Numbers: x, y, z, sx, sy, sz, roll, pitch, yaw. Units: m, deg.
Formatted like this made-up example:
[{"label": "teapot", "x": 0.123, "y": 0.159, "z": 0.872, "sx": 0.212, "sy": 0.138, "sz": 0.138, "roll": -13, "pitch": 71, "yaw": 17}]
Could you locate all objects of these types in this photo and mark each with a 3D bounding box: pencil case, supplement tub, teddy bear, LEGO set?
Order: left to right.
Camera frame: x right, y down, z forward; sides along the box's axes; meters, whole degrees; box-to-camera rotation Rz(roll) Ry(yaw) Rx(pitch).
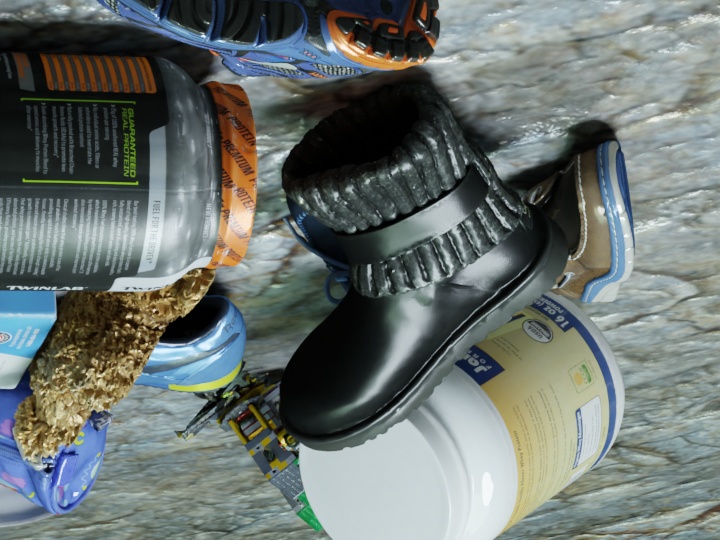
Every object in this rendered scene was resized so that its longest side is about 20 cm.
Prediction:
[{"label": "pencil case", "x": -0.257, "y": 0.089, "z": 1.516, "sx": 0.199, "sy": 0.078, "sz": 0.087, "roll": 21, "pitch": -173, "yaw": 9}, {"label": "supplement tub", "x": -0.159, "y": -0.050, "z": 1.211, "sx": 0.199, "sy": 0.123, "sz": 0.123, "roll": 1, "pitch": 159, "yaw": -16}, {"label": "teddy bear", "x": -0.156, "y": 0.029, "z": 1.412, "sx": 0.067, "sy": 0.145, "sz": 0.200, "roll": 32, "pitch": 145, "yaw": -14}, {"label": "LEGO set", "x": -0.035, "y": 0.093, "z": 1.714, "sx": 0.154, "sy": 0.116, "sz": 0.200, "roll": -41, "pitch": 156, "yaw": 8}, {"label": "supplement tub", "x": 0.067, "y": 0.103, "z": 1.564, "sx": 0.144, "sy": 0.145, "sz": 0.200, "roll": -25, "pitch": -178, "yaw": 43}]

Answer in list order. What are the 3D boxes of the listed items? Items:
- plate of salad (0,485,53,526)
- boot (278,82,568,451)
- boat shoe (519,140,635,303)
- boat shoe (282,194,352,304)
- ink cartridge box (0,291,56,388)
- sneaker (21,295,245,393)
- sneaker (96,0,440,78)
[{"label": "plate of salad", "x": -0.282, "y": 0.121, "z": 1.586, "sx": 0.199, "sy": 0.200, "sz": 0.048, "roll": 6, "pitch": 117, "yaw": -28}, {"label": "boot", "x": 0.000, "y": -0.002, "z": 1.343, "sx": 0.211, "sy": 0.080, "sz": 0.158, "roll": -42, "pitch": 133, "yaw": 11}, {"label": "boat shoe", "x": 0.125, "y": -0.020, "z": 1.444, "sx": 0.072, "sy": 0.073, "sz": 0.200, "roll": -4, "pitch": 160, "yaw": 0}, {"label": "boat shoe", "x": 0.021, "y": -0.010, "z": 1.448, "sx": 0.084, "sy": 0.069, "sz": 0.200, "roll": -16, "pitch": 158, "yaw": 26}, {"label": "ink cartridge box", "x": -0.291, "y": 0.012, "z": 1.400, "sx": 0.199, "sy": 0.084, "sz": 0.145, "roll": 1, "pitch": 161, "yaw": -19}, {"label": "sneaker", "x": -0.175, "y": 0.044, "z": 1.567, "sx": 0.199, "sy": 0.066, "sz": 0.079, "roll": -5, "pitch": 146, "yaw": -1}, {"label": "sneaker", "x": -0.056, "y": -0.123, "z": 1.118, "sx": 0.199, "sy": 0.076, "sz": 0.078, "roll": 14, "pitch": 156, "yaw": -39}]
